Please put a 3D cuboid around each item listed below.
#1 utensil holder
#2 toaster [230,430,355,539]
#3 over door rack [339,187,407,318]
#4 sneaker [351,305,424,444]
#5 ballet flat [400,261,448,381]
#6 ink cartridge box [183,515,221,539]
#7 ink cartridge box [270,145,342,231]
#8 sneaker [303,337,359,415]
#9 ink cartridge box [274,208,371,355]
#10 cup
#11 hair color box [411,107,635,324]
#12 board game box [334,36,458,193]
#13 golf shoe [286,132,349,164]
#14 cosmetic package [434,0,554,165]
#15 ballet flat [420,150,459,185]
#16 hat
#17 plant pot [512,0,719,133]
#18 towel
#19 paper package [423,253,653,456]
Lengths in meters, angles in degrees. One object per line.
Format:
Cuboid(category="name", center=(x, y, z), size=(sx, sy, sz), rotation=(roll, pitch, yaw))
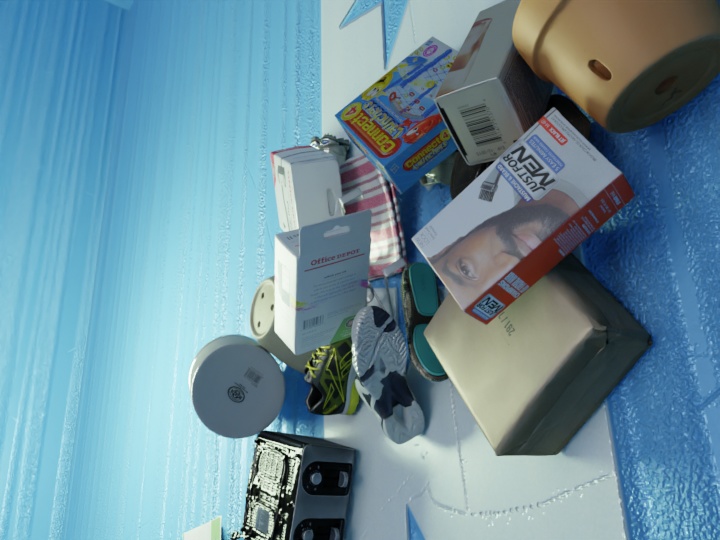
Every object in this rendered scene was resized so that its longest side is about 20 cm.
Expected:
Cuboid(category="utensil holder", center=(-0.221, 0.203, 1.276), size=(0.200, 0.168, 0.172), rotation=(170, 112, -78))
Cuboid(category="toaster", center=(-0.104, 0.356, 1.137), size=(0.199, 0.118, 0.183), rotation=(-6, 73, 56))
Cuboid(category="over door rack", center=(0.000, 0.000, 1.057), size=(0.149, 0.066, 0.201), rotation=(59, 161, 28))
Cuboid(category="sneaker", center=(0.021, 0.133, 1.016), size=(0.201, 0.079, 0.129), rotation=(65, 167, -19))
Cuboid(category="ballet flat", center=(0.090, 0.082, 1.005), size=(0.076, 0.067, 0.202), rotation=(107, 161, -48))
Cuboid(category="ink cartridge box", center=(-0.297, 0.576, 1.421), size=(0.200, 0.048, 0.147), rotation=(-37, 49, 45))
Cuboid(category="ink cartridge box", center=(-0.092, -0.129, 1.236), size=(0.200, 0.084, 0.148), rotation=(-142, 44, -67))
Cuboid(category="sneaker", center=(-0.045, 0.141, 1.111), size=(0.074, 0.084, 0.203), rotation=(32, 127, 59))
Cuboid(category="ink cartridge box", center=(-0.052, 0.003, 0.973), size=(0.067, 0.116, 0.202), rotation=(42, 138, 43))
Cuboid(category="cup", center=(-0.103, 0.078, 1.220), size=(0.200, 0.142, 0.203), rotation=(-26, 58, 50))
Cuboid(category="hair color box", center=(0.163, -0.054, 0.741), size=(0.200, 0.064, 0.111), rotation=(-44, 54, 14))
Cuboid(category="board game box", center=(0.083, -0.232, 1.045), size=(0.195, 0.056, 0.200), rotation=(-38, 39, 1))
Cuboid(category="golf shoe", center=(-0.097, -0.191, 1.382), size=(0.199, 0.078, 0.099), rotation=(-12, 75, 56))
Cuboid(category="cosmetic package", center=(0.171, -0.232, 0.860), size=(0.087, 0.104, 0.201), rotation=(-9, 39, 38))
Cuboid(category="ballet flat", center=(0.084, -0.164, 1.100), size=(0.200, 0.067, 0.064), rotation=(28, 129, 59))
Cuboid(category="hat", center=(0.200, -0.114, 0.864), size=(0.199, 0.081, 0.202), rotation=(-27, 36, 22))
Cuboid(category="plant pot", center=(0.274, -0.237, 0.727), size=(0.200, 0.199, 0.141), rotation=(-45, 60, 39))
Cuboid(category="towel", center=(0.012, -0.087, 1.148), size=(0.146, 0.030, 0.203), rotation=(-14, 86, 58))
Cuboid(category="paper package", center=(0.187, 0.075, 0.808), size=(0.192, 0.103, 0.201), rotation=(-59, 37, 25))
